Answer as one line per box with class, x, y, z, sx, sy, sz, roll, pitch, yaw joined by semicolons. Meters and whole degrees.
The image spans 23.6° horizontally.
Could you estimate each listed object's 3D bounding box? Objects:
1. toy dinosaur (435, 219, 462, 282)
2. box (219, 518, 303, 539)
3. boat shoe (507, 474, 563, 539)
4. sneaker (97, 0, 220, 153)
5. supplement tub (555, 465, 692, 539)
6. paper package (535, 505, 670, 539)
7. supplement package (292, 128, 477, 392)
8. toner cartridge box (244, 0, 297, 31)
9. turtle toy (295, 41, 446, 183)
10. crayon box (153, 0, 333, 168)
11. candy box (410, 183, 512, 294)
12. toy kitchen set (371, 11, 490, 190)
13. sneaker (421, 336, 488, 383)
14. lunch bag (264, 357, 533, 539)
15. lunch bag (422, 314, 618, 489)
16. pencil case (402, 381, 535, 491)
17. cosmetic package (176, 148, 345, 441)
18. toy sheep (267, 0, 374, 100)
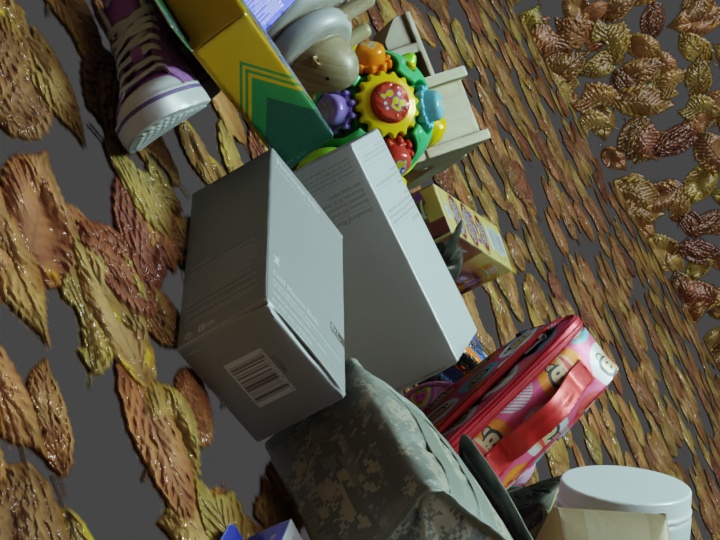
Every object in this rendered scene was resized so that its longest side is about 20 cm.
toy dinosaur;0.048;0.008;1.576;0.101;0.201;0.077;-5;47;-39
box;-0.033;0.256;1.110;0.202;0.041;0.119;63;16;-14
boat shoe;0.175;0.262;1.726;0.200;0.075;0.075;-27;96;-66
sneaker;-0.164;-0.155;1.266;0.115;0.072;0.201;58;6;-10
supplement tub;0.242;0.299;1.631;0.132;0.130;0.203;-35;129;-74
paper package;0.195;0.326;1.436;0.192;0.102;0.202;108;-18;-50
supplement package;0.000;0.000;1.458;0.202;0.116;0.117;63;15;-4
toner cartridge box;-0.095;-0.257;1.449;0.200;0.043;0.095;-49;120;-26
turtle toy;0.001;-0.128;1.611;0.145;0.201;0.101;36;-19;-11
crayon box;-0.102;-0.178;1.296;0.126;0.051;0.200;57;4;35
candy box;0.063;-0.017;1.688;0.200;0.116;0.057;24;42;-67
toy kitchen set;-0.002;-0.163;1.782;0.165;0.179;0.200;69;-24;4
sneaker;0.114;0.105;1.754;0.200;0.075;0.079;51;17;-44
lunch bag;0.050;0.184;1.238;0.200;0.118;0.164;40;10;-36
lunch bag;0.118;0.126;1.428;0.082;0.200;0.176;50;-20;-5
pencil case;0.099;0.159;1.607;0.200;0.087;0.088;29;38;-64
cosmetic package;-0.070;0.014;1.270;0.107;0.090;0.201;50;24;-32
toy sheep;-0.072;-0.239;1.565;0.200;0.138;0.138;49;10;20
